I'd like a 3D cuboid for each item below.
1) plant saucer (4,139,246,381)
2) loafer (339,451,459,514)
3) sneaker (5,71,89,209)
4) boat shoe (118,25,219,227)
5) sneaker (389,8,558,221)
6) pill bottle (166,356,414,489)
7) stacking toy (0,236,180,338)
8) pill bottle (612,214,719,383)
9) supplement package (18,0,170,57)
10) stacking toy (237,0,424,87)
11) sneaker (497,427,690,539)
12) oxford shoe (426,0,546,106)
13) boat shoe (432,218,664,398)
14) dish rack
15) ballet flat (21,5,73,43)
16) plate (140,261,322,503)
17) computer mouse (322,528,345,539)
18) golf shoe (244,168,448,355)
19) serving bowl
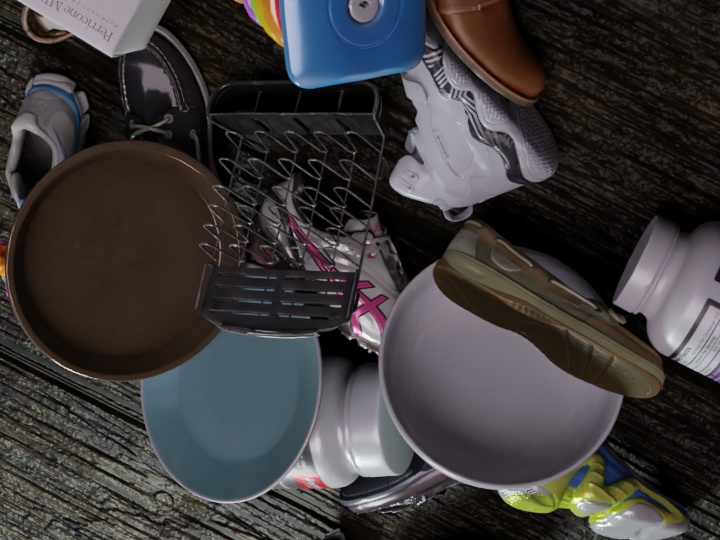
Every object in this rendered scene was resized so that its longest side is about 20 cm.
[{"bbox_3d":[-0.191,-0.009,1.486,0.198,0.029,0.202,-5,107,-18],"label":"plant saucer"},{"bbox_3d":[0.070,0.176,1.606,0.199,0.072,0.063,-31,112,29],"label":"loafer"},{"bbox_3d":[-0.272,-0.063,1.566,0.074,0.087,0.201,6,124,14],"label":"sneaker"},{"bbox_3d":[-0.163,-0.104,1.515,0.073,0.060,0.201,3,122,19],"label":"boat shoe"},{"bbox_3d":[0.053,-0.126,1.415,0.115,0.075,0.200,-33,108,31],"label":"sneaker"},{"bbox_3d":[-0.059,0.133,1.595,0.198,0.114,0.115,-3,120,22],"label":"pill bottle"},{"bbox_3d":[-0.258,0.002,1.528,0.199,0.116,0.110,19,112,-36],"label":"stacking toy"},{"bbox_3d":[0.300,0.036,1.406,0.199,0.113,0.113,27,126,2],"label":"pill bottle"},{"bbox_3d":[-0.171,-0.273,1.331,0.121,0.120,0.201,30,101,-1],"label":"supplement package"},{"bbox_3d":[-0.046,-0.208,1.352,0.200,0.115,0.111,24,122,57],"label":"stacking toy"},{"bbox_3d":[0.203,0.162,1.548,0.199,0.106,0.076,20,153,-33],"label":"sneaker"},{"bbox_3d":[0.087,-0.211,1.355,0.071,0.071,0.201,-28,107,28],"label":"oxford shoe"},{"bbox_3d":[0.155,0.029,1.432,0.200,0.063,0.073,28,156,15],"label":"boat shoe"},{"bbox_3d":[-0.059,-0.048,1.433,0.152,0.202,0.055,2,161,27],"label":"dish rack"},{"bbox_3d":[-0.189,-0.228,1.442,0.199,0.067,0.068,-24,111,30],"label":"ballet flat"},{"bbox_3d":[-0.104,0.093,1.528,0.199,0.025,0.202,-5,81,37],"label":"plate"},{"bbox_3d":[0.065,0.289,1.693,0.199,0.053,0.139,-10,116,37],"label":"computer mouse"},{"bbox_3d":[0.000,0.000,1.516,0.199,0.073,0.092,36,124,-4],"label":"golf shoe"},{"bbox_3d":[0.111,0.083,1.479,0.199,0.201,0.066,24,162,4],"label":"serving bowl"}]
